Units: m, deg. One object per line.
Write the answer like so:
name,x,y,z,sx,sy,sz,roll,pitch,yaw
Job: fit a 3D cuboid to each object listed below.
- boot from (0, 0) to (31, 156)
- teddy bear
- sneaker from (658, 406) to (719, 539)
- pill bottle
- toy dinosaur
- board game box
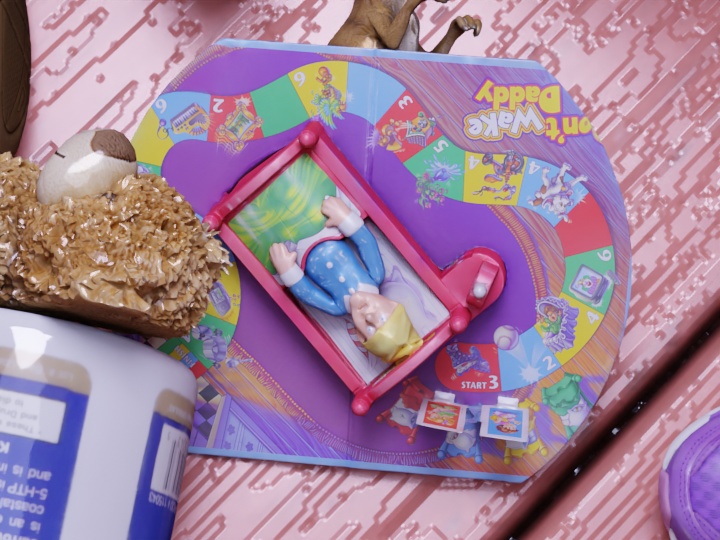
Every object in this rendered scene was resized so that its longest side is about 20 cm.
boot,-0.211,-0.126,0.820,0.154,0.073,0.202,-10,76,-4
teddy bear,-0.145,-0.020,0.754,0.199,0.145,0.067,1,79,39
sneaker,0.210,0.079,0.779,0.198,0.089,0.081,3,78,0
pill bottle,-0.131,0.122,0.743,0.119,0.120,0.202,10,77,1
toy dinosaur,-0.006,-0.053,0.829,0.106,0.060,0.201,28,87,16
board game box,0.000,0.000,0.779,0.198,0.039,0.159,5,101,4
